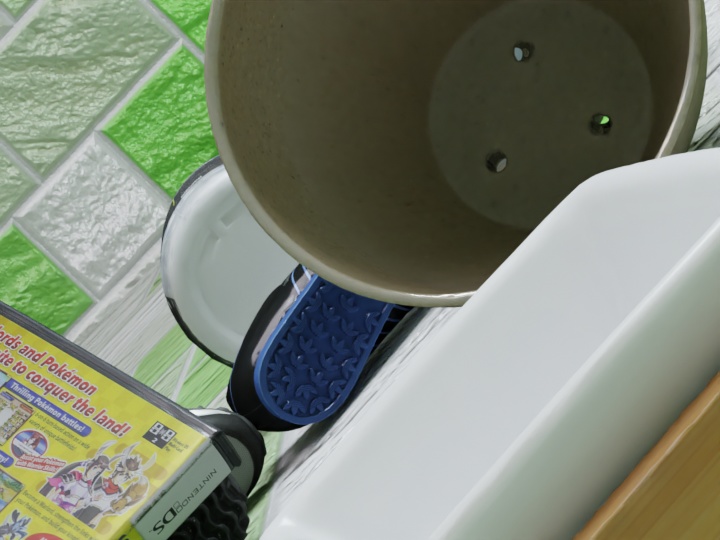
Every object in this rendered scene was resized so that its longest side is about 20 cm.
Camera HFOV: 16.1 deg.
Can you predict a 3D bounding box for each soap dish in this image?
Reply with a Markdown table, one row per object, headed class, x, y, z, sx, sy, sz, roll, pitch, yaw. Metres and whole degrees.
| class | x | y | z | sx | sy | sz | roll | pitch | yaw |
| --- | --- | --- | --- | --- | --- | --- | --- | --- | --- |
| soap dish | 0.057 | 0.050 | 0.605 | 0.157 | 0.081 | 0.200 | -47 | 7 | -7 |

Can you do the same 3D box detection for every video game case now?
| class | x | y | z | sx | sy | sz | roll | pitch | yaw |
| --- | --- | --- | --- | --- | --- | --- | --- | --- | --- |
| video game case | -0.175 | 0.108 | 1.139 | 0.181 | 0.026 | 0.199 | -46 | 41 | -17 |

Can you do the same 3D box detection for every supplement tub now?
| class | x | y | z | sx | sy | sz | roll | pitch | yaw |
| --- | --- | --- | --- | --- | --- | --- | --- | --- | --- |
| supplement tub | -0.057 | -0.010 | 1.491 | 0.123 | 0.122 | 0.200 | -46 | 7 | 1 |

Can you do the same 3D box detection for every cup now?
| class | x | y | z | sx | sy | sz | roll | pitch | yaw |
| --- | --- | --- | --- | --- | --- | --- | --- | --- | --- |
| cup | 0.055 | -0.076 | 1.029 | 0.200 | 0.200 | 0.143 | -45 | -21 | 8 |

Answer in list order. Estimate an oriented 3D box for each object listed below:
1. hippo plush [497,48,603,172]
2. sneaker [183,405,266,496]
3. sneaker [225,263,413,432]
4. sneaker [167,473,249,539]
| class | x | y | z | sx | sy | sz | roll | pitch | yaw |
| --- | --- | --- | --- | --- | --- | --- | --- | --- | --- |
| hippo plush | 0.041 | -0.096 | 1.182 | 0.161 | 0.199 | 0.160 | -65 | -3 | -48 |
| sneaker | -0.123 | 0.143 | 1.239 | 0.200 | 0.074 | 0.079 | -37 | 31 | -16 |
| sneaker | 0.000 | 0.000 | 1.306 | 0.200 | 0.070 | 0.078 | -49 | 12 | -21 |
| sneaker | -0.133 | 0.164 | 1.156 | 0.200 | 0.070 | 0.093 | -53 | 15 | -28 |
